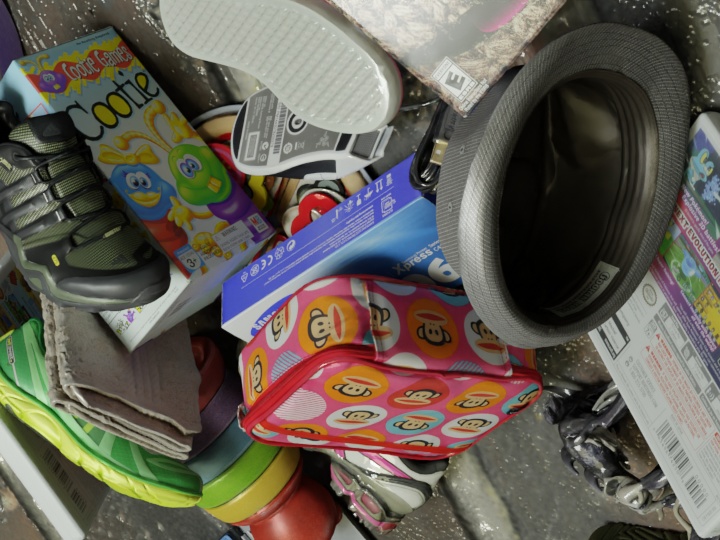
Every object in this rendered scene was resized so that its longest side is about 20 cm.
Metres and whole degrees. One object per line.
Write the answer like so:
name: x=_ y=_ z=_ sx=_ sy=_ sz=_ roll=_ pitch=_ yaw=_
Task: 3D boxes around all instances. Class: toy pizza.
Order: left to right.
toy pizza: x=-0.069 y=-0.033 z=1.041 sx=0.199 sy=0.032 sz=0.202 roll=14 pitch=128 yaw=18

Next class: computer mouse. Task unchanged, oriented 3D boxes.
computer mouse: x=-0.004 y=-0.100 z=0.929 sx=0.199 sy=0.111 sz=0.044 roll=-2 pitch=162 yaw=37

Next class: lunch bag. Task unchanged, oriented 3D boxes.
lunch bag: x=0.013 y=0.079 z=0.987 sx=0.199 sy=0.083 sz=0.176 roll=10 pitch=147 yaw=-29

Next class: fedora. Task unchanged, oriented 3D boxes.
fedora: x=0.111 y=-0.057 z=0.839 sx=0.090 sy=0.176 sz=0.202 roll=25 pitch=111 yaw=50

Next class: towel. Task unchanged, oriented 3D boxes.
towel: x=-0.184 y=0.045 z=1.030 sx=0.034 sy=0.201 sz=0.132 roll=-40 pitch=133 yaw=21

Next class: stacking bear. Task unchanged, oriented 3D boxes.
stacking bear: x=-0.098 y=0.165 z=1.142 sx=0.200 sy=0.122 sz=0.113 roll=49 pitch=146 yaw=-18

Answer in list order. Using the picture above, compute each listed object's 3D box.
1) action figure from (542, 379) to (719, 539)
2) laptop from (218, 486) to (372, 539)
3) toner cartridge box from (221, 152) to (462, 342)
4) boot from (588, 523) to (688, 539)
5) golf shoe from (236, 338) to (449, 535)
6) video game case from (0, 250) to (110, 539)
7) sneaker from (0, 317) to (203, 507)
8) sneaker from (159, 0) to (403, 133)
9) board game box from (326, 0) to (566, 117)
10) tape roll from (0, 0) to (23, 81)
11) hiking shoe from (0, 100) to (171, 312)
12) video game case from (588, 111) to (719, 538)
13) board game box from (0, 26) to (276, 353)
action figure: x=0.206 y=0.130 z=0.968 sx=0.200 sy=0.102 sz=0.119 roll=49 pitch=179 yaw=41
laptop: x=-0.063 y=0.326 z=1.241 sx=0.199 sy=0.116 sz=0.188 roll=-28 pitch=108 yaw=39
toner cartridge box: x=0.000 y=0.000 z=0.977 sx=0.199 sy=0.043 sz=0.095 roll=-33 pitch=133 yaw=32
boot: x=0.267 y=0.302 z=1.087 sx=0.174 sy=0.066 sz=0.201 roll=11 pitch=128 yaw=36
golf shoe: x=-0.015 y=0.114 z=1.105 sx=0.092 sy=0.073 sz=0.200 roll=-43 pitch=95 yaw=11
video game case: x=-0.264 y=0.098 z=1.141 sx=0.023 sy=0.182 sz=0.201 roll=-24 pitch=111 yaw=19
sneaker: x=-0.196 y=0.108 z=1.033 sx=0.199 sy=0.084 sz=0.074 roll=37 pitch=168 yaw=2
sneaker: x=-0.028 y=-0.155 z=0.871 sx=0.199 sy=0.104 sz=0.076 roll=29 pitch=128 yaw=34
board game box: x=0.043 y=-0.222 z=0.785 sx=0.200 sy=0.097 sz=0.160 roll=39 pitch=122 yaw=-3
tape roll: x=-0.341 y=-0.133 z=1.001 sx=0.084 sy=0.200 sz=0.201 roll=3 pitch=124 yaw=26
hiking shoe: x=-0.205 y=-0.050 z=0.908 sx=0.199 sy=0.076 sz=0.101 roll=32 pitch=131 yaw=22
video game case: x=0.222 y=0.035 z=0.858 sx=0.183 sy=0.023 sz=0.201 roll=-60 pitch=42 yaw=42
board game box: x=-0.177 y=-0.061 z=1.002 sx=0.200 sy=0.103 sz=0.105 roll=51 pitch=132 yaw=5
